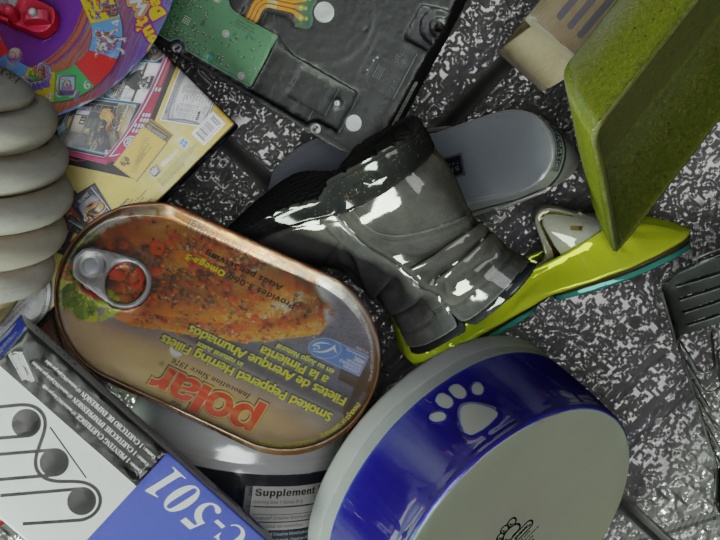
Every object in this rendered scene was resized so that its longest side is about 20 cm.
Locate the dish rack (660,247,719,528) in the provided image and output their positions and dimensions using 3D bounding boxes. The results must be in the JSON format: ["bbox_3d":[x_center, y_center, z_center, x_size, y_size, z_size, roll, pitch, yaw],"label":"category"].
[{"bbox_3d":[0.274,0.064,1.424,0.153,0.055,0.200,-18,123,5],"label":"dish rack"}]

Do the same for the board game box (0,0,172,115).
[{"bbox_3d":[-0.207,-0.191,1.357,0.158,0.039,0.200,-22,82,1],"label":"board game box"}]

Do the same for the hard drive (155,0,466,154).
[{"bbox_3d":[-0.043,-0.172,1.401,0.200,0.038,0.140,30,100,12],"label":"hard drive"}]

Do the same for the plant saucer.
[{"bbox_3d":[0.185,-0.131,1.338,0.048,0.200,0.200,35,80,19],"label":"plant saucer"}]

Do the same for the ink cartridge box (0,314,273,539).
[{"bbox_3d":[-0.153,0.127,1.320,0.200,0.044,0.094,44,88,-15],"label":"ink cartridge box"}]

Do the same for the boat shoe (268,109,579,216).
[{"bbox_3d":[0.041,-0.054,1.429,0.200,0.065,0.074,-5,82,26],"label":"boat shoe"}]

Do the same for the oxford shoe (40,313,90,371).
[{"bbox_3d":[-0.170,-0.028,1.441,0.075,0.070,0.201,-1,101,0],"label":"oxford shoe"}]

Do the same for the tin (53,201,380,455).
[{"bbox_3d":[-0.085,0.036,1.343,0.200,0.042,0.112,25,73,5],"label":"tin"}]

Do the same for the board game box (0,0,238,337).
[{"bbox_3d":[-0.192,-0.065,1.391,0.200,0.035,0.135,-45,91,0],"label":"board game box"}]

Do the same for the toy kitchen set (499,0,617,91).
[{"bbox_3d":[0.112,-0.249,1.314,0.200,0.163,0.181,41,75,-5],"label":"toy kitchen set"}]

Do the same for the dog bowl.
[{"bbox_3d":[0.069,0.143,1.400,0.079,0.200,0.200,40,102,35],"label":"dog bowl"}]

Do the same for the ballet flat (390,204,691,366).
[{"bbox_3d":[0.109,-0.003,1.440,0.200,0.067,0.067,-25,97,8],"label":"ballet flat"}]

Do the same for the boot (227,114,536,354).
[{"bbox_3d":[0.000,0.000,1.381,0.200,0.070,0.132,-23,109,44],"label":"boot"}]

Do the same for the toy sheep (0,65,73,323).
[{"bbox_3d":[-0.231,-0.051,1.309,0.137,0.138,0.201,4,112,1],"label":"toy sheep"}]

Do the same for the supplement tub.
[{"bbox_3d":[-0.082,0.147,1.434,0.140,0.140,0.201,8,101,0],"label":"supplement tub"}]

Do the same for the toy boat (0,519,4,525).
[{"bbox_3d":[-0.275,0.122,1.403,0.131,0.131,0.200,51,143,-7],"label":"toy boat"}]
